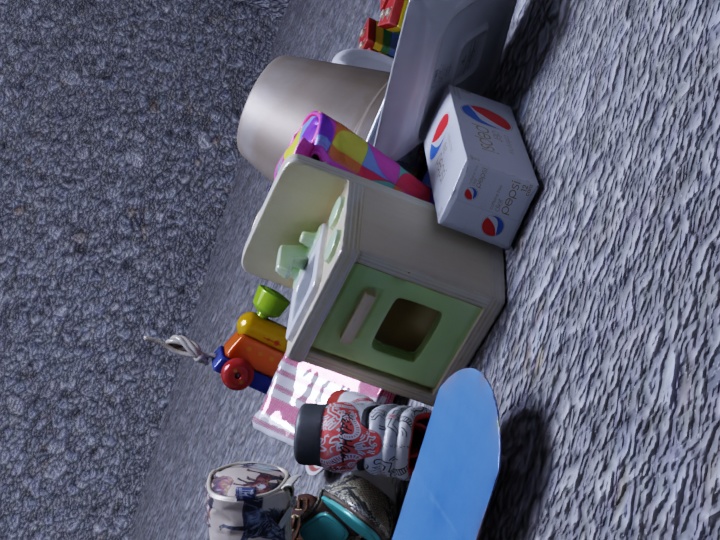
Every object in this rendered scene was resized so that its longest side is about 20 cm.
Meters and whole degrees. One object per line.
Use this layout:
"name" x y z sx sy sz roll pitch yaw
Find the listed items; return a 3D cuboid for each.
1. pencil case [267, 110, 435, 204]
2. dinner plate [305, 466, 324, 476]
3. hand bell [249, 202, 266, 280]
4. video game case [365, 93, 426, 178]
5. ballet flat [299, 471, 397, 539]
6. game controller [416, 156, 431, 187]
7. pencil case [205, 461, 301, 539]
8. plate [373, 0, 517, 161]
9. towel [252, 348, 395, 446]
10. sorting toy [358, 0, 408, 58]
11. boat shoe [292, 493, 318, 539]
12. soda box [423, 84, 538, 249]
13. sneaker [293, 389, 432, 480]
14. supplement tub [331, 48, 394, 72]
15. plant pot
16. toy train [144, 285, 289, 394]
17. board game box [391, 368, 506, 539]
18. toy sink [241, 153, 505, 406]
"pencil case" 0.016 -0.060 1.303 0.088 0.199 0.089 -50 21 28
"dinner plate" -0.013 0.126 1.584 0.200 0.024 0.201 -161 90 -79
"hand bell" 0.000 0.000 1.388 0.104 0.199 0.105 -33 -43 -37
"video game case" 0.052 -0.146 1.457 0.201 0.018 0.143 -66 -22 8
"ballet flat" -0.004 0.207 1.320 0.075 0.068 0.200 -50 2 -21
"game controller" 0.063 -0.044 1.463 0.104 0.042 0.201 -110 41 -73
"pencil case" -0.091 0.281 1.364 0.078 0.089 0.202 -22 -70 -54
"plate" 0.091 -0.206 1.388 0.200 0.032 0.200 -39 -27 -43
"towel" -0.018 0.081 1.419 0.146 0.030 0.201 16 77 42
"sorting toy" 0.049 -0.310 1.925 0.199 0.069 0.201 -87 20 -55
"boat shoe" -0.069 0.264 1.499 0.200 0.070 0.071 -168 97 -80
"soda box" 0.101 -0.095 1.290 0.200 0.068 0.064 -94 25 -65
"sneaker" 0.016 0.142 1.257 0.201 0.107 0.068 17 -101 -79
"supplement tub" -0.008 -0.150 1.764 0.132 0.131 0.201 -89 21 -59
"plant pot" -0.029 -0.141 1.573 0.201 0.173 0.200 -57 -16 -26
"toy train" -0.121 0.066 1.609 0.116 0.199 0.085 -63 12 7
"board game box" 0.074 0.172 1.050 0.158 0.039 0.201 -134 59 -72
"toy sink" 0.004 0.011 1.238 0.112 0.199 0.131 -84 19 -54
